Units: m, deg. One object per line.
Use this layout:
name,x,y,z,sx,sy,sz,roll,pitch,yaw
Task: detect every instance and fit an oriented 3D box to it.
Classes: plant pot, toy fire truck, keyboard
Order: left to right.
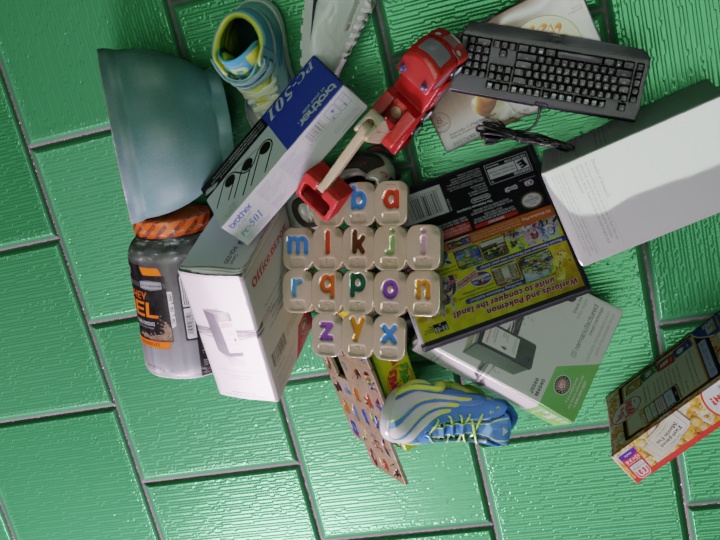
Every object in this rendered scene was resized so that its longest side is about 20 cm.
plant pot,-0.220,-0.165,1.057,0.133,0.200,0.202,-11,107,-12
toy fire truck,0.021,-0.152,0.947,0.049,0.141,0.200,43,136,6
keyboard,0.192,-0.183,0.953,0.198,0.021,0.128,11,112,7

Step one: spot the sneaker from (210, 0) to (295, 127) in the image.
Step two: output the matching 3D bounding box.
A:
sneaker,-0.117,-0.206,1.039,0.079,0.131,0.201,-13,106,15

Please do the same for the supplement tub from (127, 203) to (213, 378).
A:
supplement tub,-0.224,0.024,1.144,0.121,0.123,0.202,-1,107,13

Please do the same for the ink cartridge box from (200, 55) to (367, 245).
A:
ink cartridge box,-0.087,-0.133,0.996,0.200,0.094,0.044,-48,129,8

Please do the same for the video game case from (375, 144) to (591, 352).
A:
video game case,0.132,-0.027,1.021,0.199,0.026,0.182,-19,76,-2

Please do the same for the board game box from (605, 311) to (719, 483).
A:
board game box,0.373,0.134,1.035,0.046,0.152,0.200,45,112,-5

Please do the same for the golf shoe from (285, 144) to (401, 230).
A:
golf shoe,-0.048,-0.087,1.088,0.199,0.088,0.078,-27,102,21

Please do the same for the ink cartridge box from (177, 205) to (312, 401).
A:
ink cartridge box,-0.130,0.033,1.081,0.084,0.146,0.201,5,130,16

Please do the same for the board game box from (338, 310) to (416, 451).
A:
board game box,0.018,0.114,1.123,0.047,0.101,0.201,-28,109,-23

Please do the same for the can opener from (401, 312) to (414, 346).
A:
can opener,0.044,0.003,1.101,0.078,0.063,0.201,6,118,11

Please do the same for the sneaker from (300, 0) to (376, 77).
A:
sneaker,-0.024,-0.287,1.026,0.080,0.076,0.202,6,111,0

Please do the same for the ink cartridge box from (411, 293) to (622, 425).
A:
ink cartridge box,0.179,0.070,1.061,0.199,0.084,0.146,27,80,2

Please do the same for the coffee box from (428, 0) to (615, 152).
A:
coffee box,0.163,-0.227,0.997,0.199,0.080,0.115,-23,102,18

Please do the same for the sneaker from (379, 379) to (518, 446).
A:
sneaker,0.114,0.169,1.062,0.104,0.199,0.076,6,95,40

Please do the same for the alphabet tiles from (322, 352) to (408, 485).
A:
alphabet tiles,0.004,0.169,1.135,0.008,0.167,0.201,-26,104,-20

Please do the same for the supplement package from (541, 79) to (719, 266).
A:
supplement package,0.310,-0.107,0.986,0.199,0.117,0.118,-23,102,19

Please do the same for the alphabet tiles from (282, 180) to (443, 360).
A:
alphabet tiles,0.000,0.000,1.018,0.199,0.015,0.197,0,91,28
